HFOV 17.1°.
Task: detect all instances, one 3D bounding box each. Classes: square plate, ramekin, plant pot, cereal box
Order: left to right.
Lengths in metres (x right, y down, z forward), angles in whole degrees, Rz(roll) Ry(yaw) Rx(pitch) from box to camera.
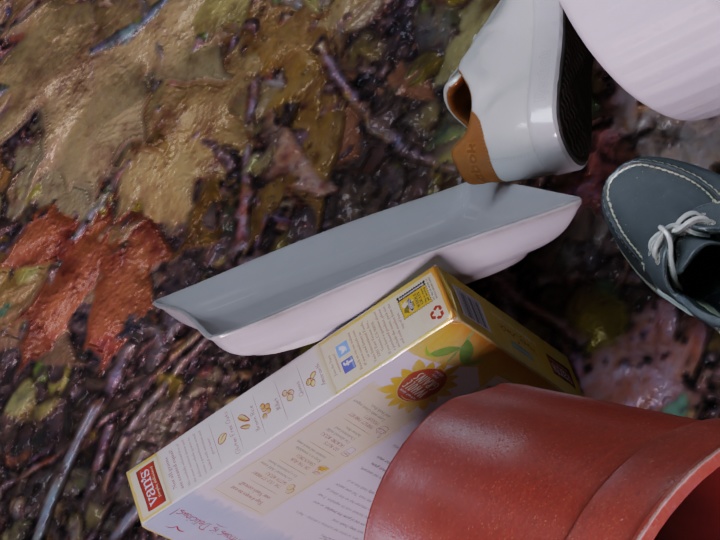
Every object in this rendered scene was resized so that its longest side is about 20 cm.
[{"bbox_3d":[-0.001,0.086,1.222,0.200,0.144,0.040,-33,55,17],"label":"cereal box"},{"bbox_3d":[0.000,0.000,1.251,0.197,0.029,0.200,-21,9,-11],"label":"square plate"},{"bbox_3d":[0.114,0.144,1.073,0.195,0.201,0.201,16,74,53],"label":"plant pot"},{"bbox_3d":[0.171,-0.174,1.220,0.098,0.200,0.201,-27,49,34],"label":"ramekin"}]

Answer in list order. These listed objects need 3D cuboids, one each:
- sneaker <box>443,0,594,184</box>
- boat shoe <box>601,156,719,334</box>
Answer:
[{"bbox_3d":[0.085,-0.129,1.324,0.084,0.073,0.201,-14,41,26],"label":"sneaker"},{"bbox_3d":[0.180,-0.009,1.196,0.073,0.062,0.200,-47,44,4],"label":"boat shoe"}]
